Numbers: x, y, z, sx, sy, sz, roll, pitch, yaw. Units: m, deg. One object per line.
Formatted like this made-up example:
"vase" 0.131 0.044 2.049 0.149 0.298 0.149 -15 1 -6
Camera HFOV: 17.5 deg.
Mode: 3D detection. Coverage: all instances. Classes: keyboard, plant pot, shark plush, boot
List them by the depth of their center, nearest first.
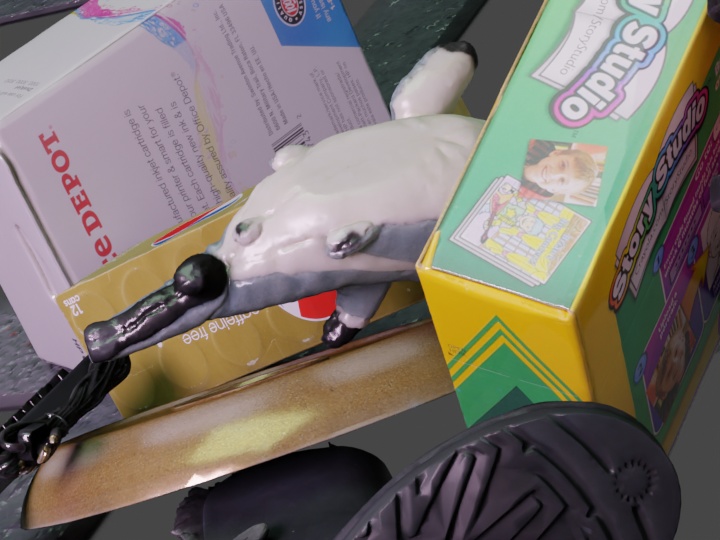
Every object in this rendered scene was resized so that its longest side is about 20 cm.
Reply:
"boot" 0.005 0.090 0.769 0.200 0.076 0.168 -41 15 9
"shark plush" 0.000 0.000 0.857 0.200 0.084 0.091 -30 48 -22
"keyboard" -0.139 0.073 0.875 0.127 0.021 0.200 -39 6 24
"plant pot" -0.039 0.054 0.894 0.199 0.028 0.200 -18 0 0

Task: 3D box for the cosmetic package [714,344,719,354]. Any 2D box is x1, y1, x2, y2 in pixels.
"cosmetic package" 0.167 -0.026 0.937 0.199 0.051 0.083 -30 24 -10

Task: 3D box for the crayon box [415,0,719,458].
"crayon box" 0.094 -0.031 0.797 0.058 0.173 0.201 16 64 22

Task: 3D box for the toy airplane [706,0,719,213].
"toy airplane" 0.202 -0.058 0.659 0.140 0.201 0.199 4 36 -22

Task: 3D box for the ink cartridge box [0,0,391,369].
"ink cartridge box" -0.093 -0.062 1.125 0.200 0.145 0.084 -39 29 -29

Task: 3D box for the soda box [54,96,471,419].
"soda box" -0.032 -0.003 0.986 0.200 0.068 0.064 -24 9 38
